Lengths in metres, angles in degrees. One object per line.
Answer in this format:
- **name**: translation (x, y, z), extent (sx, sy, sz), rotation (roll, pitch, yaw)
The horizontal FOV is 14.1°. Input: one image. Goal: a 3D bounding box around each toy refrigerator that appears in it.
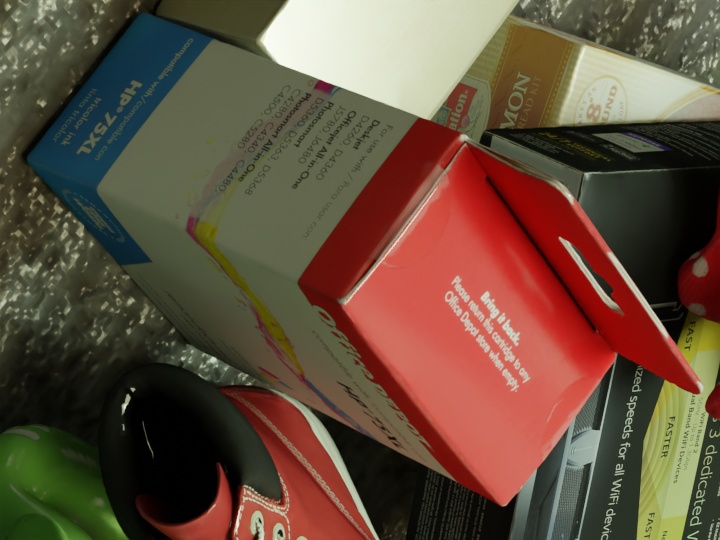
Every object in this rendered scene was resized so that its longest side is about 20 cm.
- **toy refrigerator**: translation (0.025, -0.135, 0.985), extent (0.200, 0.070, 0.076), rotation (-54, 128, -13)

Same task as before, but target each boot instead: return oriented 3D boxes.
- **boot**: translation (-0.014, 0.121, 0.930), extent (0.072, 0.200, 0.144), rotation (-35, 166, 7)

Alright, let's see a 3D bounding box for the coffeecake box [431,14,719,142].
- **coffeecake box**: translation (0.098, -0.001, 1.104), extent (0.200, 0.073, 0.154), rotation (13, 98, -45)

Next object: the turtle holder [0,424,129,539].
- **turtle holder**: translation (-0.118, 0.144, 0.930), extent (0.141, 0.186, 0.132), rotation (-32, 134, 10)

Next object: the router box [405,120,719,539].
- **router box**: translation (0.096, 0.049, 1.034), extent (0.157, 0.052, 0.201), rotation (-4, 111, -42)

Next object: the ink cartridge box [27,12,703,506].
- **ink cartridge box**: translation (0.000, 0.000, 0.920), extent (0.067, 0.200, 0.116), rotation (-52, 134, -14)

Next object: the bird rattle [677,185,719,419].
- **bird rattle**: translation (0.197, 0.014, 1.010), extent (0.200, 0.113, 0.163), rotation (-34, 146, -26)
